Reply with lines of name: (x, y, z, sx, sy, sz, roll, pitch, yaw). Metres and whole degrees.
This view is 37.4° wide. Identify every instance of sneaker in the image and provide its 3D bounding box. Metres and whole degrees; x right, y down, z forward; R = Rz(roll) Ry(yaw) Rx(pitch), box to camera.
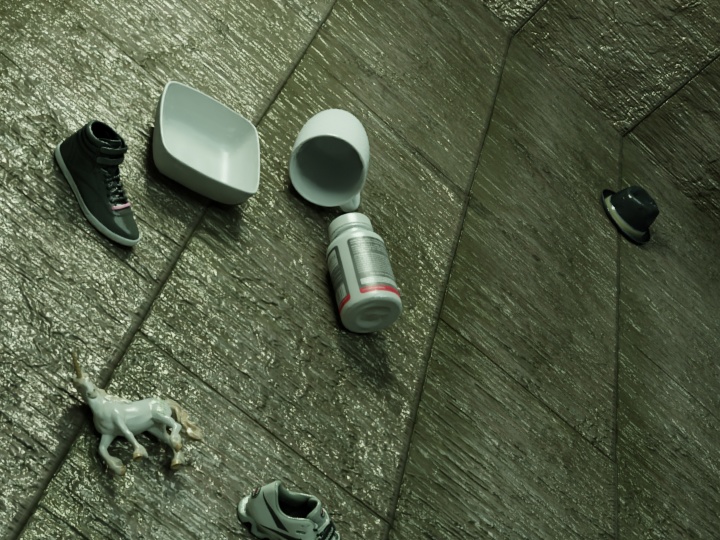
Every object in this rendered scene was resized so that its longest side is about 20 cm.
sneaker: (-0.379, -0.138, 1.602, 0.201, 0.099, 0.071, 56, 32, 9)
sneaker: (-0.067, 0.361, 1.469, 0.199, 0.088, 0.074, 37, 33, -19)

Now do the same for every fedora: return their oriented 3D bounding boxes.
fedora: (0.763, -0.171, 2.957, 0.199, 0.092, 0.202, 30, 38, -26)

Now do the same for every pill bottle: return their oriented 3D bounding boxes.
pill bottle: (0.000, 0.000, 1.889, 0.110, 0.111, 0.202, 17, 44, -38)

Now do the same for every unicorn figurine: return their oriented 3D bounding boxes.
unicorn figurine: (-0.303, 0.195, 1.390, 0.199, 0.074, 0.138, 23, 29, -55)

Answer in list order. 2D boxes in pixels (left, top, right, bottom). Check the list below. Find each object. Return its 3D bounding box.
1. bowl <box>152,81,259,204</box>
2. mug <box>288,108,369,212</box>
bowl: (-0.272, -0.207, 1.819, 0.199, 0.075, 0.201, 27, 39, -31)
mug: (-0.045, -0.206, 2.039, 0.176, 0.146, 0.201, -81, 152, -58)
